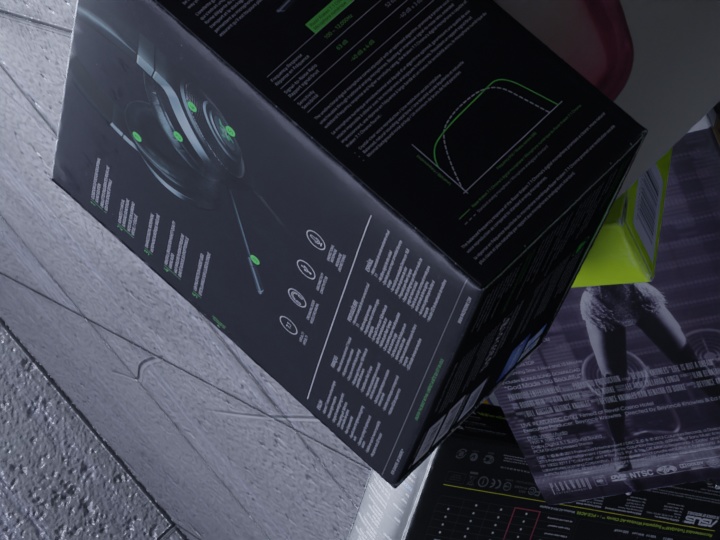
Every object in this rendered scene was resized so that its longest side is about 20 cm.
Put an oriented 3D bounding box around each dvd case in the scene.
[{"bbox_3d":[0.115,0.013,1.262,0.149,0.016,0.200,-12,120,27],"label":"dvd case"}]

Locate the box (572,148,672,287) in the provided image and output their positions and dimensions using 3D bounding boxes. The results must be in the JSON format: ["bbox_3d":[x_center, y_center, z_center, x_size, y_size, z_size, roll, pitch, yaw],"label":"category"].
[{"bbox_3d":[0.027,-0.046,1.179,0.200,0.122,0.048,-4,142,23],"label":"box"}]

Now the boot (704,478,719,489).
[{"bbox_3d":[0.237,0.130,1.354,0.200,0.076,0.168,43,172,42],"label":"boot"}]

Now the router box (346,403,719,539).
[{"bbox_3d":[0.092,0.156,1.533,0.200,0.150,0.062,12,-164,-27],"label":"router box"}]

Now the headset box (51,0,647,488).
[{"bbox_3d":[-0.017,-0.046,1.040,0.200,0.093,0.174,41,153,12],"label":"headset box"}]

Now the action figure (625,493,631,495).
[{"bbox_3d":[0.103,0.037,1.461,0.200,0.069,0.130,30,124,55],"label":"action figure"}]

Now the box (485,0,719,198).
[{"bbox_3d":[0.053,-0.138,1.059,0.128,0.109,0.200,33,161,43],"label":"box"}]

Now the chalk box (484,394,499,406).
[{"bbox_3d":[0.095,0.111,1.643,0.200,0.124,0.125,53,166,-26],"label":"chalk box"}]
